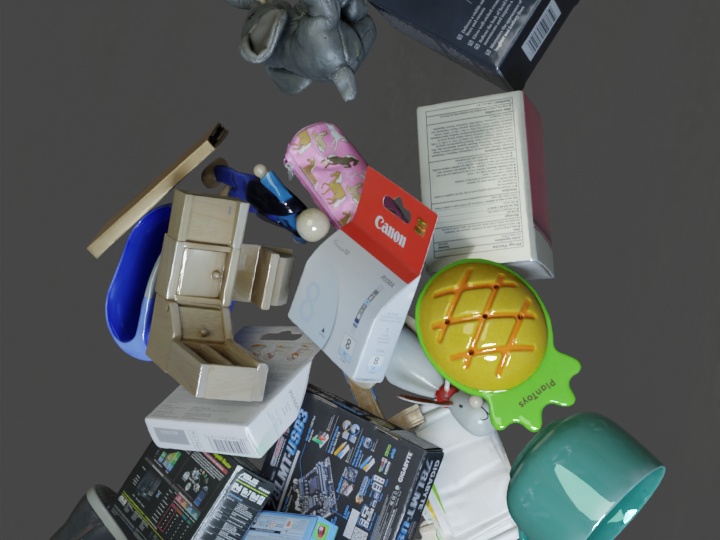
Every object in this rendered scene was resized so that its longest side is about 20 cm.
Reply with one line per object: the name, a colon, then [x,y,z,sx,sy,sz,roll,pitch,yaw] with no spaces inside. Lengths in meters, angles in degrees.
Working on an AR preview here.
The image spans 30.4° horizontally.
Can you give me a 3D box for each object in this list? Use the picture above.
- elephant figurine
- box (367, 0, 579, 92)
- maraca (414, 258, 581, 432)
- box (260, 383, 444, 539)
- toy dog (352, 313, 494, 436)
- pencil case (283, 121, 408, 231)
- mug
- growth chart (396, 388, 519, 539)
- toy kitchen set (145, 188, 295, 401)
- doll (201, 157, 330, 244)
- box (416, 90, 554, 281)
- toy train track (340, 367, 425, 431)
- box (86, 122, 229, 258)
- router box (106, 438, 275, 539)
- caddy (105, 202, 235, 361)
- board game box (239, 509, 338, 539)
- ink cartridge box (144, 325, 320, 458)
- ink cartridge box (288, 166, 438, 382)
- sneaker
elephant figurine: [-0.090,-0.287,1.649,0.200,0.155,0.142,-9,119,29]
box: [0.134,-0.325,1.569,0.200,0.107,0.148,34,92,22]
maraca: [0.144,0.077,1.407,0.137,0.107,0.200,-37,75,-4]
box: [-0.026,0.255,1.507,0.198,0.050,0.200,22,96,34]
toy dog: [0.069,0.102,1.485,0.200,0.096,0.132,12,54,23]
pencil case: [-0.012,-0.083,1.586,0.087,0.083,0.200,-39,69,7]
mug: [0.217,0.236,1.396,0.114,0.152,0.185,43,95,23]
growth chart: [0.111,0.233,1.509,0.145,0.018,0.200,-21,73,16]
toy kitchen set: [-0.126,0.029,1.506,0.180,0.163,0.200,26,107,60]
doll: [-0.105,-0.078,1.598,0.200,0.136,0.048,23,63,44]
box: [0.144,-0.089,1.515,0.128,0.109,0.200,-7,77,19]
toy train track: [0.002,0.154,1.550,0.115,0.033,0.200,-33,65,21]
box: [-0.249,-0.102,1.643,0.200,0.163,0.021,-40,101,9]
router box: [-0.199,0.263,1.538,0.150,0.062,0.200,-58,34,-3]
caddy: [-0.231,0.017,1.633,0.141,0.105,0.200,18,85,22]
board game box: [-0.115,0.360,1.436,0.151,0.037,0.200,-6,55,50]
ink cartridge box: [-0.128,0.136,1.540,0.161,0.200,0.050,-1,119,37]
ink cartridge box: [0.000,0.000,1.467,0.160,0.047,0.200,41,118,52]
sneaker: [-0.297,0.367,1.610,0.106,0.075,0.200,-48,58,10]
